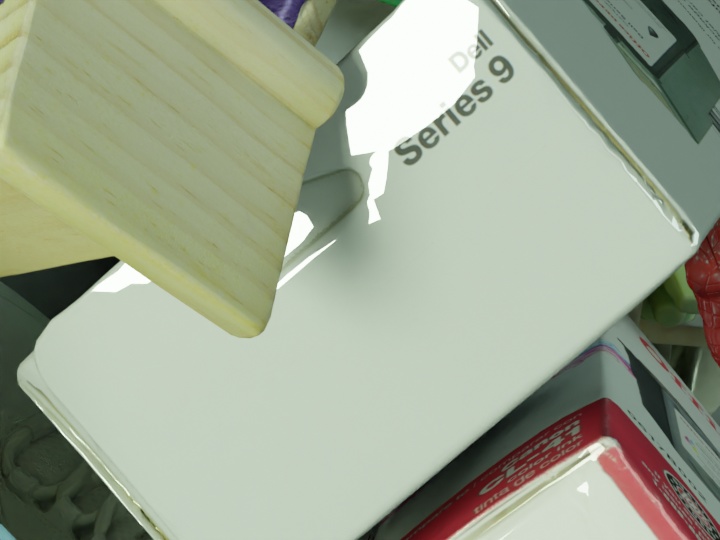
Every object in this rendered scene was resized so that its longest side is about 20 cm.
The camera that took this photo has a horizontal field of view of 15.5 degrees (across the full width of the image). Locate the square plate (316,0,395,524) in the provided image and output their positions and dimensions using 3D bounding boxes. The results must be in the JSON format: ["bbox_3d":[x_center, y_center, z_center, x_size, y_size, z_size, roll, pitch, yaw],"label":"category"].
[{"bbox_3d":[0.000,0.000,0.829,0.198,0.028,0.201,-10,93,-51],"label":"square plate"}]

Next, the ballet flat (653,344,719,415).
[{"bbox_3d":[0.115,0.002,0.971,0.072,0.071,0.201,41,47,-38],"label":"ballet flat"}]

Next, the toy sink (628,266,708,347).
[{"bbox_3d":[0.134,-0.050,0.878,0.201,0.111,0.131,-84,178,-47],"label":"toy sink"}]

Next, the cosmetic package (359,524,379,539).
[{"bbox_3d":[0.026,0.148,0.789,0.200,0.050,0.083,42,59,-42],"label":"cosmetic package"}]

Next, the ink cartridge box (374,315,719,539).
[{"bbox_3d":[0.078,0.100,0.704,0.148,0.085,0.200,51,12,-4],"label":"ink cartridge box"}]

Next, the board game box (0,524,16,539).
[{"bbox_3d":[-0.142,0.087,0.565,0.200,0.103,0.105,51,44,-29],"label":"board game box"}]

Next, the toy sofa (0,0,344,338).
[{"bbox_3d":[-0.103,-0.035,0.580,0.083,0.199,0.098,36,57,-40],"label":"toy sofa"}]

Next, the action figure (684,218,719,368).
[{"bbox_3d":[0.142,0.021,0.802,0.200,0.065,0.052,51,22,-54],"label":"action figure"}]

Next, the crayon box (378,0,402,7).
[{"bbox_3d":[-0.013,-0.151,0.802,0.199,0.058,0.119,15,49,-36],"label":"crayon box"}]

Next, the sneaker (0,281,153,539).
[{"bbox_3d":[-0.052,0.075,0.663,0.074,0.087,0.200,-35,80,-28],"label":"sneaker"}]

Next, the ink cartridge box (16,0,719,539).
[{"bbox_3d":[0.021,-0.010,0.659,0.084,0.146,0.200,49,20,2],"label":"ink cartridge box"}]
